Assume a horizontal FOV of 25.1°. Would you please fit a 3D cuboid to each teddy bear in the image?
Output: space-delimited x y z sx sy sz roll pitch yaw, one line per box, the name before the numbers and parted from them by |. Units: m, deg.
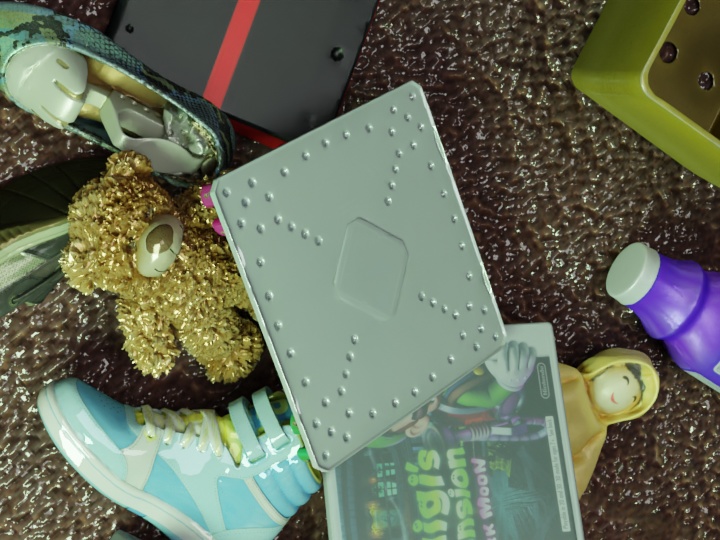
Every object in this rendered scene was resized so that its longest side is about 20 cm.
teddy bear | -0.107 0.005 1.061 0.144 0.067 0.201 -35 136 -9

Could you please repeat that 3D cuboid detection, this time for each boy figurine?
boy figurine | 0.140 0.124 1.211 0.198 0.064 0.126 -26 101 -16

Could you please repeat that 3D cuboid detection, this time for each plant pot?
plant pot | 0.273 -0.165 1.183 0.199 0.176 0.202 31 82 -20

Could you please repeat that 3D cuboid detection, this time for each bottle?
bottle | 0.280 0.046 1.261 0.199 0.065 0.084 30 82 -21

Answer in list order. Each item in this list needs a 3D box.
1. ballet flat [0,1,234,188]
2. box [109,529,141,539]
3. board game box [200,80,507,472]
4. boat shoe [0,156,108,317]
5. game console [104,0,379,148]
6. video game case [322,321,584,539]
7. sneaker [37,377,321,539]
ballet flat | -0.169 -0.111 1.054 0.198 0.074 0.075 23 85 -20
box | -0.094 0.274 1.098 0.199 0.112 0.102 32 82 -22
board game box | 0.000 0.000 1.079 0.199 0.026 0.202 -30 106 -39
boat shoe | -0.227 -0.008 1.050 0.200 0.071 0.067 -33 131 -30
game console | -0.071 -0.199 1.122 0.175 0.031 0.202 22 85 -17
video game case | 0.062 0.138 1.140 0.179 0.023 0.203 -3 71 -10
sneaker | -0.108 0.106 1.079 0.130 0.080 0.200 -43 119 11
